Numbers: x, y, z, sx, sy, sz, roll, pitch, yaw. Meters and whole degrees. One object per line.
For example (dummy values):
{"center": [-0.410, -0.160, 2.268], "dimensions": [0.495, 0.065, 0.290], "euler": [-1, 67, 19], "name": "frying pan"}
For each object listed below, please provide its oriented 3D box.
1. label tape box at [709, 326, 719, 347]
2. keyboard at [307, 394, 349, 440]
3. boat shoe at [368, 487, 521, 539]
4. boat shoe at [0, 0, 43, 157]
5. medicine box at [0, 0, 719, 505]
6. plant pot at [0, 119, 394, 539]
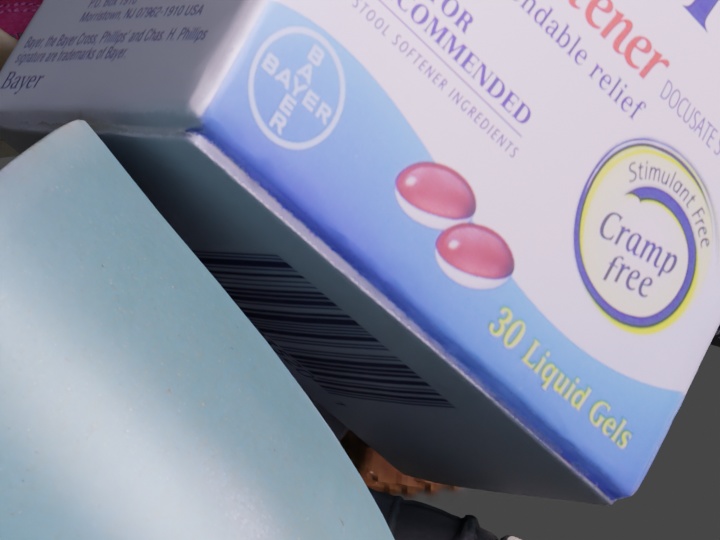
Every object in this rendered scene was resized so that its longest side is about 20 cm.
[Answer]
{"center": [0.208, -0.003, 0.886], "dimensions": [0.200, 0.144, 0.063], "euler": [18, 66, -20], "name": "label tape box"}
{"center": [0.000, 0.000, 0.863], "dimensions": [0.056, 0.011, 0.200], "euler": [46, 60, -11], "name": "keyboard"}
{"center": [-0.014, 0.155, 0.772], "dimensions": [0.063, 0.074, 0.202], "euler": [20, 69, 9], "name": "boat shoe"}
{"center": [-0.039, -0.085, 0.835], "dimensions": [0.200, 0.069, 0.074], "euler": [-23, 84, -30], "name": "boat shoe"}
{"center": [0.029, -0.069, 0.782], "dimensions": [0.182, 0.103, 0.200], "euler": [41, 68, -32], "name": "medicine box"}
{"center": [-0.080, 0.092, 0.673], "dimensions": [0.161, 0.201, 0.201], "euler": [45, 60, -1], "name": "plant pot"}
